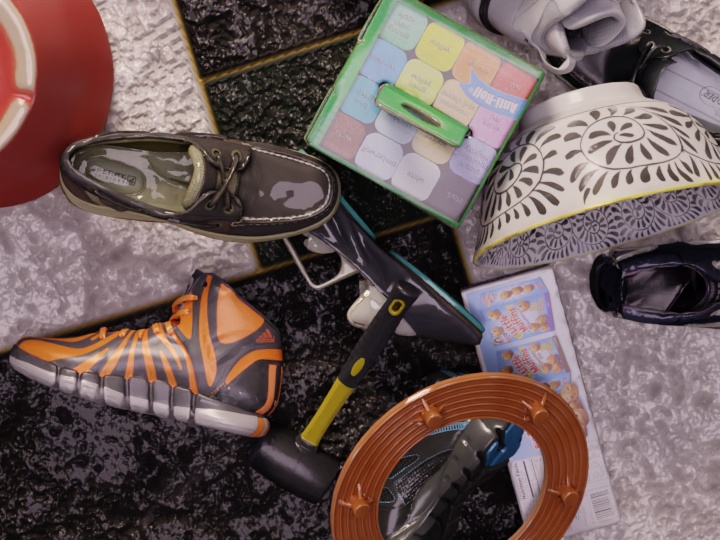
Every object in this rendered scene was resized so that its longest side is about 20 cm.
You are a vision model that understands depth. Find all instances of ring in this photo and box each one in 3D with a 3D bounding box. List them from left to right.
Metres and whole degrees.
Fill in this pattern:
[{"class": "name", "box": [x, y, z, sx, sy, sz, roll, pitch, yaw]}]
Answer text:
[{"class": "ring", "box": [0.075, 0.163, 1.341, 0.200, 0.019, 0.201, -10, 122, -17]}]

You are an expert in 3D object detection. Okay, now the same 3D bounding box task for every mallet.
[{"class": "mallet", "box": [-0.022, 0.081, 1.363, 0.066, 0.041, 0.200, 24, 119, 0]}]

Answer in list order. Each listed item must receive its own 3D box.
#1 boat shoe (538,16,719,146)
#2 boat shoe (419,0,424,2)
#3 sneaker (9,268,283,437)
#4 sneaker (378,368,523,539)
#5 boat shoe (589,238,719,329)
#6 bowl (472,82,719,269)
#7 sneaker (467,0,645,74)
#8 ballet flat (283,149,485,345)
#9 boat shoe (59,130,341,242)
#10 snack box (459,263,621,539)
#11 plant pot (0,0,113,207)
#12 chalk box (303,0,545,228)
[{"class": "boat shoe", "box": [0.222, -0.135, 1.359, 0.199, 0.066, 0.075, 30, 96, -2]}, {"class": "boat shoe", "box": [-0.020, -0.261, 1.349, 0.200, 0.076, 0.074, 31, 98, -1]}, {"class": "sneaker", "box": [-0.152, 0.050, 1.385, 0.200, 0.078, 0.112, 13, 84, -1]}, {"class": "sneaker", "box": [0.037, 0.164, 1.398, 0.082, 0.073, 0.200, 43, 100, 26]}, {"class": "boat shoe", "box": [0.270, 0.014, 1.359, 0.200, 0.093, 0.075, -3, 95, 1]}, {"class": "bowl", "box": [0.164, -0.073, 1.312, 0.200, 0.201, 0.094, -15, 81, 2]}, {"class": "sneaker", "box": [0.173, -0.229, 1.322, 0.200, 0.115, 0.075, -48, 137, 8]}, {"class": "ballet flat", "box": [0.000, 0.000, 1.374, 0.200, 0.073, 0.073, 44, 94, 3]}, {"class": "boat shoe", "box": [-0.113, -0.061, 1.315, 0.200, 0.066, 0.072, 6, 86, -2]}, {"class": "snack box", "box": [0.134, 0.100, 1.402, 0.072, 0.024, 0.200, -15, 95, 4]}, {"class": "plant pot", "box": [-0.279, -0.139, 1.311, 0.200, 0.177, 0.201, 0, 95, 0]}, {"class": "chalk box", "box": [0.044, -0.114, 1.296, 0.124, 0.200, 0.124, 30, 95, -2]}]
